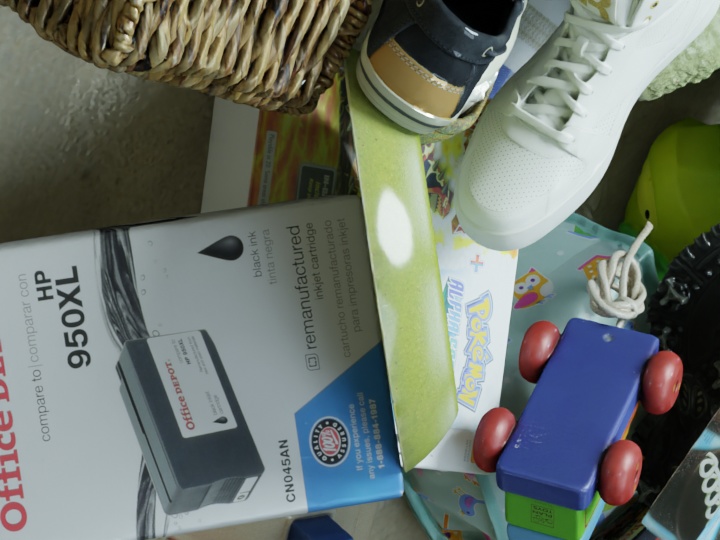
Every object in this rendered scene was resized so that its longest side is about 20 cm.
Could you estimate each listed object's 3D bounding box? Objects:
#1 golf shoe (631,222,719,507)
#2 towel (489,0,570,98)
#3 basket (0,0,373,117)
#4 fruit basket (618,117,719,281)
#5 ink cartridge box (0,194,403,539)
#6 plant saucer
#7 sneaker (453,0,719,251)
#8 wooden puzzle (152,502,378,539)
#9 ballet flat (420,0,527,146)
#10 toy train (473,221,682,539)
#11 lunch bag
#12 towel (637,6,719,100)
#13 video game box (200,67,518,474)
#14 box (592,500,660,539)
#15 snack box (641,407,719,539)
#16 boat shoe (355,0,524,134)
[{"bbox_3d":[0.208,0.047,1.510,0.094,0.078,0.200,-26,140,-41],"label":"golf shoe"},{"bbox_3d":[0.118,-0.154,1.483,0.200,0.024,0.147,-57,141,3],"label":"towel"},{"bbox_3d":[-0.068,-0.186,1.173,0.149,0.143,0.200,9,110,-52],"label":"basket"},{"bbox_3d":[0.227,-0.069,1.561,0.216,0.216,0.156,-49,141,-7],"label":"fruit basket"},{"bbox_3d":[-0.092,0.049,1.258,0.200,0.084,0.145,-9,92,-10],"label":"ink cartridge box"},{"bbox_3d":[0.021,-0.007,1.254,0.031,0.200,0.200,-8,132,2],"label":"plant saucer"},{"bbox_3d":[0.107,-0.111,1.344,0.200,0.074,0.116,-54,158,-15],"label":"sneaker"},{"bbox_3d":[-0.067,0.206,1.532,0.200,0.046,0.185,-9,123,-42],"label":"wooden puzzle"},{"bbox_3d":[0.065,-0.149,1.352,0.200,0.071,0.071,-64,144,-18],"label":"ballet flat"},{"bbox_3d":[0.128,0.079,1.453,0.200,0.085,0.116,-59,156,-43],"label":"toy train"},{"bbox_3d":[0.106,0.087,1.568,0.170,0.122,0.200,-40,134,-19],"label":"lunch bag"},{"bbox_3d":[0.190,-0.196,1.439,0.148,0.036,0.200,-19,122,-7],"label":"towel"},{"bbox_3d":[0.000,0.000,1.378,0.182,0.047,0.200,8,88,-41],"label":"video game box"},{"bbox_3d":[0.173,0.160,1.641,0.200,0.038,0.137,-43,-176,-16],"label":"box"},{"bbox_3d":[0.238,0.078,1.468,0.200,0.037,0.116,-55,151,-2],"label":"snack box"},{"bbox_3d":[0.046,-0.137,1.244,0.062,0.075,0.200,-50,-167,33],"label":"boat shoe"}]
